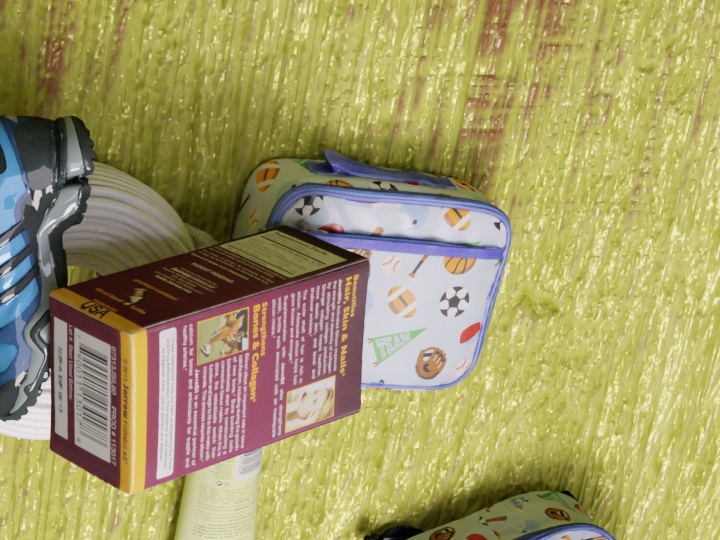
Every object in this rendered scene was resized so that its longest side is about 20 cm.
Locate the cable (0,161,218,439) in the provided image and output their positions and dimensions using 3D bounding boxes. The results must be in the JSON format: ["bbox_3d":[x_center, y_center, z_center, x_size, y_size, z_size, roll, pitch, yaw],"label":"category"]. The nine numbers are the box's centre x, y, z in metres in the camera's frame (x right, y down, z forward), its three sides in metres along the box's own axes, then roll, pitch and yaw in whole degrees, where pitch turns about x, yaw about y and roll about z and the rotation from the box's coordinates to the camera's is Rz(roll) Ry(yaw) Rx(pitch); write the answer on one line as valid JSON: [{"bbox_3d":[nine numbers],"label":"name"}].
[{"bbox_3d":[-0.201,0.023,1.665,0.200,0.069,0.200,-46,125,7],"label":"cable"}]

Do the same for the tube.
[{"bbox_3d":[-0.105,0.177,1.816,0.058,0.052,0.201,17,122,15],"label":"tube"}]

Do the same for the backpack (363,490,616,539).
[{"bbox_3d":[0.120,0.264,1.904,0.190,0.154,0.201,-29,123,-18],"label":"backpack"}]

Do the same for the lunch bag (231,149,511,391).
[{"bbox_3d":[0.000,0.000,1.738,0.199,0.076,0.161,5,114,-27],"label":"lunch bag"}]

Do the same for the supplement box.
[{"bbox_3d":[-0.094,0.052,1.588,0.200,0.085,0.111,-17,119,-41],"label":"supplement box"}]

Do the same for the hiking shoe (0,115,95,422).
[{"bbox_3d":[-0.225,-0.005,1.566,0.086,0.074,0.201,9,102,-15],"label":"hiking shoe"}]
